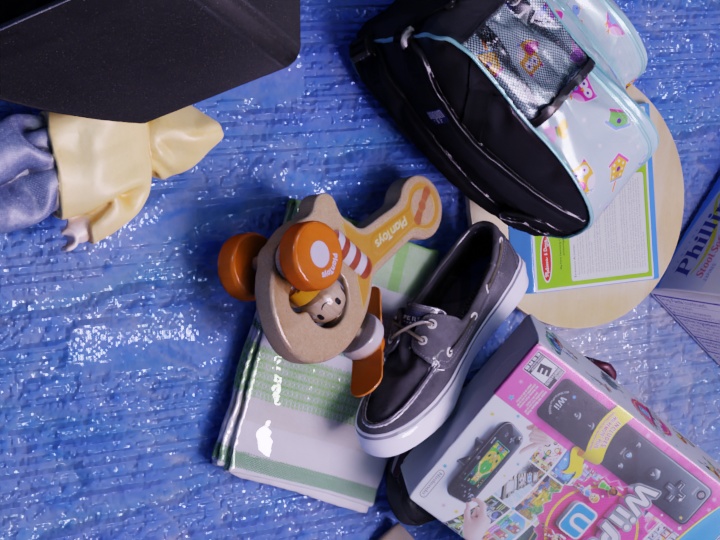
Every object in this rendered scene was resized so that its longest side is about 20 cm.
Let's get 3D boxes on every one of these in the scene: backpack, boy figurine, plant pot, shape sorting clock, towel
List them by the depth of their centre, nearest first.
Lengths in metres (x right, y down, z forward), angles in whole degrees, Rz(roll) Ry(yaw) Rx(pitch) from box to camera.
[{"bbox_3d":[-0.142,-0.199,1.446,0.177,0.200,0.200,34,46,-48],"label":"plant pot"},{"bbox_3d":[-0.182,-0.080,1.532,0.200,0.064,0.125,-21,103,-34],"label":"boy figurine"},{"bbox_3d":[0.114,-0.125,1.664,0.153,0.176,0.200,-42,106,-23],"label":"backpack"},{"bbox_3d":[-0.024,0.062,1.694,0.149,0.031,0.201,21,81,-39],"label":"towel"},{"bbox_3d":[0.165,-0.056,1.805,0.200,0.039,0.201,-1,92,-34],"label":"shape sorting clock"}]

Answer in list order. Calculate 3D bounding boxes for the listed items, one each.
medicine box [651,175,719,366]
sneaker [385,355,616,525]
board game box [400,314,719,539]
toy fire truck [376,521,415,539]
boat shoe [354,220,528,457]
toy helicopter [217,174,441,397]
[{"bbox_3d":[0.364,0.005,1.922,0.200,0.103,0.182,44,70,-33],"label":"medicine box"},{"bbox_3d":[0.114,0.118,1.736,0.200,0.115,0.076,-43,121,-29],"label":"sneaker"},{"bbox_3d":[0.152,0.152,1.683,0.200,0.064,0.148,37,100,-15],"label":"board game box"},{"bbox_3d":[0.115,0.247,1.774,0.176,0.128,0.200,-54,133,-18],"label":"toy fire truck"},{"bbox_3d":[0.053,0.043,1.685,0.200,0.070,0.066,-50,131,-27],"label":"boat shoe"},{"bbox_3d":[0.000,0.000,1.645,0.200,0.079,0.133,-40,111,-43],"label":"toy helicopter"}]
